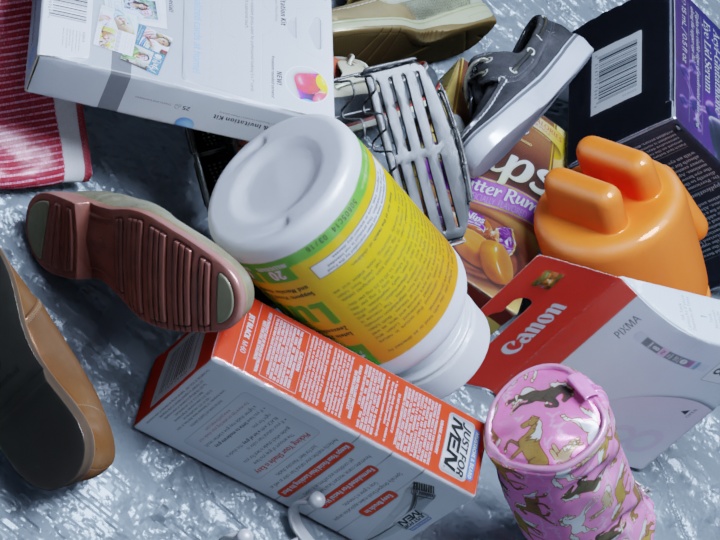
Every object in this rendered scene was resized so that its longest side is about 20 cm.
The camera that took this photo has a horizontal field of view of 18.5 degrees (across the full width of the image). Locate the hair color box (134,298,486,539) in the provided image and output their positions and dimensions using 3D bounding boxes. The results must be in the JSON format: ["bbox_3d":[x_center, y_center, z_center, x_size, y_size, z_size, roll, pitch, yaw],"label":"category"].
[{"bbox_3d":[-0.031,0.101,1.438,0.200,0.111,0.064,30,49,-18],"label":"hair color box"}]

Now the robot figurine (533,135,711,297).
[{"bbox_3d":[0.198,-0.005,1.642,0.144,0.117,0.200,-83,159,-48],"label":"robot figurine"}]

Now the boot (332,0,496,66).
[{"bbox_3d":[0.000,-0.231,1.711,0.200,0.072,0.155,-15,71,-45],"label":"boot"}]

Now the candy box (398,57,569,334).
[{"bbox_3d":[0.082,-0.055,1.665,0.117,0.056,0.200,34,45,-13],"label":"candy box"}]

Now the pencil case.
[{"bbox_3d":[0.143,0.141,1.491,0.200,0.083,0.087,60,45,-55],"label":"pencil case"}]

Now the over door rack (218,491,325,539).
[{"bbox_3d":[-0.028,0.245,1.376,0.148,0.067,0.200,-22,76,-42],"label":"over door rack"}]

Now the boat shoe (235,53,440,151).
[{"bbox_3d":[-0.020,-0.127,1.621,0.200,0.071,0.063,-23,95,-38],"label":"boat shoe"}]

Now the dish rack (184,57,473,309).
[{"bbox_3d":[-0.017,-0.065,1.533,0.200,0.055,0.154,-15,92,-17],"label":"dish rack"}]

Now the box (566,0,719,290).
[{"bbox_3d":[0.262,-0.103,1.760,0.200,0.104,0.148,36,43,-36],"label":"box"}]

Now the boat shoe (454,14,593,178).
[{"bbox_3d":[0.109,-0.138,1.658,0.066,0.070,0.200,40,44,4],"label":"boat shoe"}]

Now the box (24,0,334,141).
[{"bbox_3d":[-0.117,-0.166,1.471,0.200,0.041,0.156,11,51,-17],"label":"box"}]

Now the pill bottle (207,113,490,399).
[{"bbox_3d":[0.000,0.000,1.439,0.200,0.111,0.111,47,39,-39],"label":"pill bottle"}]

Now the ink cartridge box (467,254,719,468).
[{"bbox_3d":[0.167,0.069,1.571,0.200,0.163,0.057,10,51,-32],"label":"ink cartridge box"}]

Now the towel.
[{"bbox_3d":[-0.270,-0.122,1.435,0.200,0.023,0.144,-5,86,-35],"label":"towel"}]

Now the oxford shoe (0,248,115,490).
[{"bbox_3d":[-0.217,0.048,1.381,0.200,0.071,0.071,60,19,12],"label":"oxford shoe"}]

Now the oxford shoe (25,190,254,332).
[{"bbox_3d":[-0.127,-0.015,1.406,0.074,0.071,0.200,-13,28,-43],"label":"oxford shoe"}]
